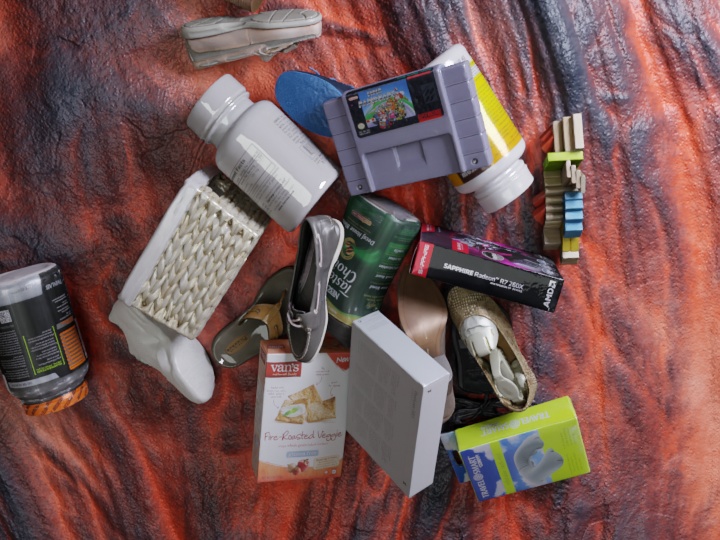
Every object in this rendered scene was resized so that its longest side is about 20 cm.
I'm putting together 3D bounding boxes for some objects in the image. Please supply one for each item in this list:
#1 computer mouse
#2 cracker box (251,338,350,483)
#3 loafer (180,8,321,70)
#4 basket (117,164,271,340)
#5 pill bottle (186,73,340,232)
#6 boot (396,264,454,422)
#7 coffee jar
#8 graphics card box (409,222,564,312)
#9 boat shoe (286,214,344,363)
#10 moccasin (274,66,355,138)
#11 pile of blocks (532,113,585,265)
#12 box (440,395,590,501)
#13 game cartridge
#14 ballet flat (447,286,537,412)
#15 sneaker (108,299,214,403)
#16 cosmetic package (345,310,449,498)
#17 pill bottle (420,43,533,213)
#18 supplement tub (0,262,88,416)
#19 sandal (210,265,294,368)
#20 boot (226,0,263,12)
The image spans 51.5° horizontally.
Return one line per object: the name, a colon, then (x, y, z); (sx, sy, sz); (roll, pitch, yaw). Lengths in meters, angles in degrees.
computer mouse: (0.172, 0.124, 1.080); (0.134, 0.053, 0.205); (1, 115, 8)
cracker box: (-0.087, 0.205, 1.098); (0.130, 0.058, 0.206); (1, 106, -19)
loafer: (-0.142, -0.307, 0.997); (0.194, 0.072, 0.064); (0, 122, 13)
basket: (-0.225, -0.024, 1.040); (0.122, 0.136, 0.202); (34, 105, -8)
pill bottle: (-0.131, -0.160, 1.002); (0.199, 0.115, 0.115); (43, 105, -5)
boot: (0.084, 0.115, 1.050); (0.068, 0.147, 0.204); (-7, 62, -9)
coffee jar: (0.000, 0.000, 1.035); (0.103, 0.084, 0.204); (33, 109, 34)
graphics card box: (0.166, -0.007, 1.004); (0.195, 0.126, 0.052); (17, 105, 2)
boat shoe: (-0.075, 0.024, 1.007); (0.066, 0.056, 0.205); (18, 98, 43)
moccasin: (-0.021, -0.209, 1.004); (0.196, 0.068, 0.082); (27, 114, -1)
pile of blocks: (0.260, -0.103, 0.991); (0.060, 0.082, 0.206); (-3, 105, 6)
box: (0.226, 0.266, 1.091); (0.195, 0.048, 0.124); (-18, 123, 10)
game cartridge: (0.056, -0.174, 0.927); (0.196, 0.039, 0.132); (-9, 115, 28)
ballet flat: (0.180, 0.109, 1.005); (0.070, 0.066, 0.201); (-30, 106, 25)
sneaker: (-0.301, 0.124, 1.126); (0.088, 0.075, 0.202); (-35, 93, 26)
cosmetic package: (0.045, 0.181, 1.009); (0.051, 0.150, 0.204); (-18, 130, -30)
pill bottle: (0.140, -0.180, 0.970); (0.108, 0.109, 0.202); (-34, 99, 13)
supplement tub: (-0.478, 0.102, 1.104); (0.119, 0.123, 0.205); (-10, 103, 9)
sandal: (-0.149, 0.077, 1.096); (0.199, 0.055, 0.082); (-38, 98, 14)
boot: (-0.164, -0.458, 0.959); (0.153, 0.077, 0.203); (30, 113, 2)
